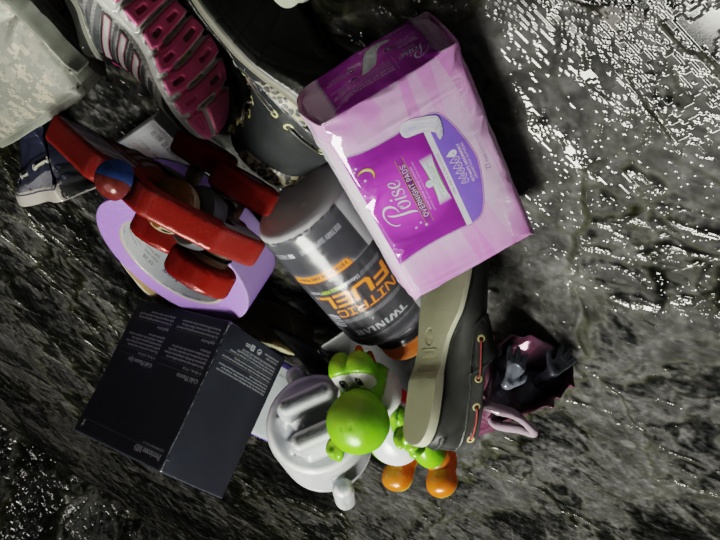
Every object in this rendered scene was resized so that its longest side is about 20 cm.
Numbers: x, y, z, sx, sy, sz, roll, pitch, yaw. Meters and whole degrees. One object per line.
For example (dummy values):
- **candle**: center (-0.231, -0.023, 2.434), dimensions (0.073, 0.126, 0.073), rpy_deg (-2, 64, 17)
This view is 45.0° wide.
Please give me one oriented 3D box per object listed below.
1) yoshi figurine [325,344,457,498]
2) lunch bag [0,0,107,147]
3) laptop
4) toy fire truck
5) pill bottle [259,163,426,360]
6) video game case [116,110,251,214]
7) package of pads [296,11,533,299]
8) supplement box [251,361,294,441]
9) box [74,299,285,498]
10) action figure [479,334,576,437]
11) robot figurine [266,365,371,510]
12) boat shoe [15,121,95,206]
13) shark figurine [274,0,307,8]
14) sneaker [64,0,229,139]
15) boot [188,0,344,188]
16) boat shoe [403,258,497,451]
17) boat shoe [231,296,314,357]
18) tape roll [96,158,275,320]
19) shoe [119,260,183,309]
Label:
- **yoshi figurine**: center (0.020, 0.166, 0.860), dimensions (0.201, 0.112, 0.112), rpy_deg (56, 177, -38)
- **lunch bag**: center (-0.334, -0.221, 0.812), dimensions (0.199, 0.118, 0.164), rpy_deg (-2, 137, 51)
- **laptop**: center (0.026, 0.104, 1.028), dimensions (0.188, 0.116, 0.199), rpy_deg (49, 162, -28)
- **toy fire truck**: center (-0.180, -0.068, 0.780), dimensions (0.167, 0.113, 0.200), rpy_deg (22, -168, -45)
- **pill bottle**: center (0.000, 0.000, 0.847), dimensions (0.106, 0.107, 0.200), rpy_deg (-5, 135, 46)
- **video game case**: center (-0.221, -0.098, 0.991), dimensions (0.143, 0.018, 0.199), rpy_deg (45, 147, -23)
- **package of pads**: center (0.046, -0.080, 0.668), dimensions (0.201, 0.120, 0.076), rpy_deg (58, -177, -40)
- **supplement box**: center (-0.161, 0.156, 1.178), dimensions (0.101, 0.104, 0.199), rpy_deg (34, 168, -40)
- **box**: center (-0.221, 0.150, 1.058), dimensions (0.199, 0.184, 0.104), rpy_deg (9, 158, 44)
- **action figure**: center (0.134, 0.144, 0.913), dimensions (0.133, 0.150, 0.200), rpy_deg (33, 137, -16)
- **robot figurine**: center (-0.045, 0.190, 1.002), dimensions (0.112, 0.171, 0.200), rpy_deg (-19, 156, -4)
- **boat shoe**: center (-0.380, -0.133, 1.049), dimensions (0.199, 0.074, 0.094), rpy_deg (2, 115, 52)
- **shark figurine**: center (-0.025, -0.236, 0.555), dimensions (0.127, 0.091, 0.213), rpy_deg (10, 176, -38)
- **sneaker**: center (-0.193, -0.200, 0.761), dimensions (0.087, 0.074, 0.201), rpy_deg (-6, 129, 46)
- **boot**: center (-0.086, -0.154, 0.730), dimensions (0.203, 0.074, 0.153), rpy_deg (41, 151, -18)
- **boat shoe**: center (0.090, 0.065, 0.802), dimensions (0.062, 0.204, 0.074), rpy_deg (12, 176, -21)
- **boat shoe**: center (-0.156, 0.057, 1.109), dimensions (0.199, 0.072, 0.066), rpy_deg (28, 146, -3)
- **tape roll**: center (-0.197, -0.031, 0.986), dimensions (0.198, 0.066, 0.201), rpy_deg (23, 149, 15)
- **shoe**: center (-0.260, 0.016, 1.143), dimensions (0.053, 0.070, 0.200), rpy_deg (-9, 134, 37)
